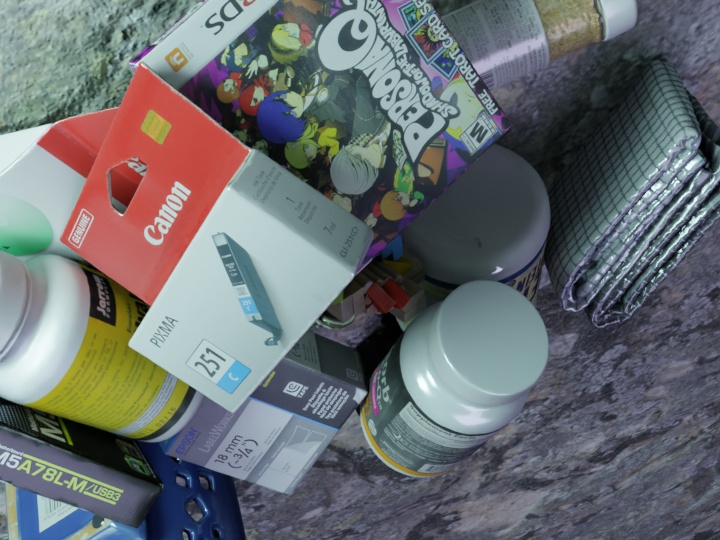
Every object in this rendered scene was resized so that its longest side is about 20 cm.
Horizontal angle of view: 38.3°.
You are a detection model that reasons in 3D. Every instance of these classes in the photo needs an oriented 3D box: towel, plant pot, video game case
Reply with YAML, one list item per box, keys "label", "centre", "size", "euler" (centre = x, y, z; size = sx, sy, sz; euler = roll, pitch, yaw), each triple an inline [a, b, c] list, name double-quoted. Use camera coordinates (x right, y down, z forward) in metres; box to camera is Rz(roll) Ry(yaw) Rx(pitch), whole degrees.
- label: "towel"
  centre: [0.245, -0.068, 0.925]
  size: [0.085, 0.167, 0.201]
  euler: [28, 118, -15]
- label: "plant pot"
  centre: [-0.256, 0.256, 1.087]
  size: [0.198, 0.202, 0.179]
  euler: [-32, 141, 17]
- label: "video game case"
  centre: [-0.020, -0.114, 0.681]
  size: [0.181, 0.036, 0.201]
  euler: [-42, 111, -8]

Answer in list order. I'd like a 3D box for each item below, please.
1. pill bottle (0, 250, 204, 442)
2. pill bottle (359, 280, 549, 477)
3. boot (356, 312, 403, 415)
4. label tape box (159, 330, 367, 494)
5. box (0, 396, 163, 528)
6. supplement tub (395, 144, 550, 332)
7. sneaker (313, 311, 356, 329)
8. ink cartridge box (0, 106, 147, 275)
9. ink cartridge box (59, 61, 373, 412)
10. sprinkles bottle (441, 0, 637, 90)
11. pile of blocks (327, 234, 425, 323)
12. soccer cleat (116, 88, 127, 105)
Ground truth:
- label: "pill bottle"
  centre: [-0.216, 0.055, 0.785]
  size: [0.111, 0.113, 0.199]
  euler: [-36, 142, 21]
- label: "pill bottle"
  centre: [0.076, 0.093, 0.872]
  size: [0.114, 0.118, 0.201]
  euler: [-8, 156, -21]
- label: "boot"
  centre: [0.091, 0.095, 1.176]
  size: [0.171, 0.070, 0.201]
  euler: [1, 139, -32]
- label: "label tape box"
  centre: [-0.114, 0.106, 0.921]
  size: [0.198, 0.064, 0.145]
  euler: [24, 118, -24]
- label: "box"
  centre: [-0.271, 0.110, 0.826]
  size: [0.192, 0.200, 0.048]
  euler: [35, 91, -36]
- label: "supplement tub"
  centre: [0.097, -0.006, 0.961]
  size: [0.142, 0.147, 0.201]
  euler: [-17, 148, -7]
- label: "sneaker"
  centre: [-0.046, 0.029, 0.945]
  size: [0.067, 0.089, 0.201]
  euler: [-50, 166, -26]
- label: "ink cartridge box"
  centre: [-0.195, -0.045, 0.746]
  size: [0.197, 0.051, 0.161]
  euler: [-5, 155, 27]
- label: "ink cartridge box"
  centre: [-0.110, -0.009, 0.676]
  size: [0.175, 0.045, 0.200]
  euler: [35, 137, -7]
- label: "sprinkles bottle"
  centre: [0.108, -0.178, 0.789]
  size: [0.197, 0.069, 0.069]
  euler: [-24, 148, 2]
- label: "pile of blocks"
  centre: [0.000, 0.000, 0.776]
  size: [0.198, 0.062, 0.083]
  euler: [-1, 118, -51]
- label: "soccer cleat"
  centre: [-0.115, -0.090, 0.797]
  size: [0.073, 0.068, 0.200]
  euler: [-42, 146, -4]
